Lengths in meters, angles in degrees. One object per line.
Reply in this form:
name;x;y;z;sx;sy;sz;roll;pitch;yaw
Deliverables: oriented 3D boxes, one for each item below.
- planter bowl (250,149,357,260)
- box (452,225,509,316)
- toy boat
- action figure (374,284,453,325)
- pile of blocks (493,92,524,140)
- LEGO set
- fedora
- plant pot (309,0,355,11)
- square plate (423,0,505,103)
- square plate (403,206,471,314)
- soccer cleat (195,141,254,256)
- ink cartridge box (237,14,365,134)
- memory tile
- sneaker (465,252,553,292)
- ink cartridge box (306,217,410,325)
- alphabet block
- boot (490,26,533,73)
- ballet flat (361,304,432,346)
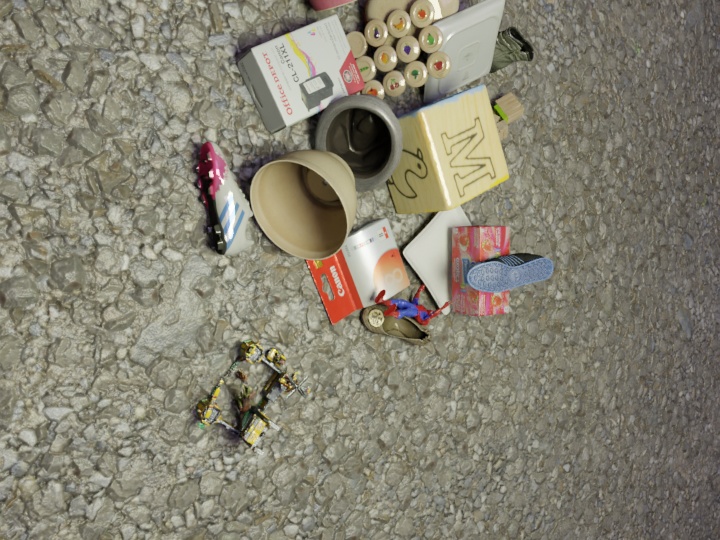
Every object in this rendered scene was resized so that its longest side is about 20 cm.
planter bowl;-0.087;-0.140;0.960;0.202;0.198;0.135;58;39;-21
box;0.277;-0.001;1.183;0.098;0.095;0.204;-3;95;-31
toy boat;0.107;-0.550;1.080;0.197;0.132;0.132;-19;121;11
action figure;0.125;0.068;1.125;0.099;0.066;0.199;-46;147;15
pile of blocks;0.325;-0.342;1.270;0.201;0.082;0.062;-53;160;-8
LEGO set;-0.195;0.235;0.943;0.200;0.115;0.154;-48;115;-20
fedora;0.003;-0.267;1.021;0.174;0.202;0.091;19;46;1
plant pot;-0.056;-0.594;0.945;0.199;0.199;0.181;-36;127;-24
square plate;0.228;-0.473;1.117;0.198;0.029;0.199;-30;152;-15
square plate;0.204;-0.035;1.216;0.198;0.028;0.201;-46;115;-20
soccer cleat;-0.241;-0.130;0.927;0.085;0.069;0.204;-16;106;-40
ink cartridge box;-0.109;-0.371;0.977;0.199;0.082;0.148;-35;111;-25
memory tile;0.073;-0.439;1.041;0.155;0.197;0.017;68;22;-17
sneaker;0.313;0.003;1.116;0.196;0.078;0.072;-6;100;-10
ink cartridge box;0.000;0.000;1.089;0.198;0.050;0.165;-31;108;-30
alphabet block;0.168;-0.252;1.094;0.194;0.194;0.203;-27;106;-25
boot;0.306;-0.543;1.193;0.198;0.130;0.069;22;81;-31
ballet flat;0.088;0.126;1.152;0.198;0.046;0.068;26;79;-30
